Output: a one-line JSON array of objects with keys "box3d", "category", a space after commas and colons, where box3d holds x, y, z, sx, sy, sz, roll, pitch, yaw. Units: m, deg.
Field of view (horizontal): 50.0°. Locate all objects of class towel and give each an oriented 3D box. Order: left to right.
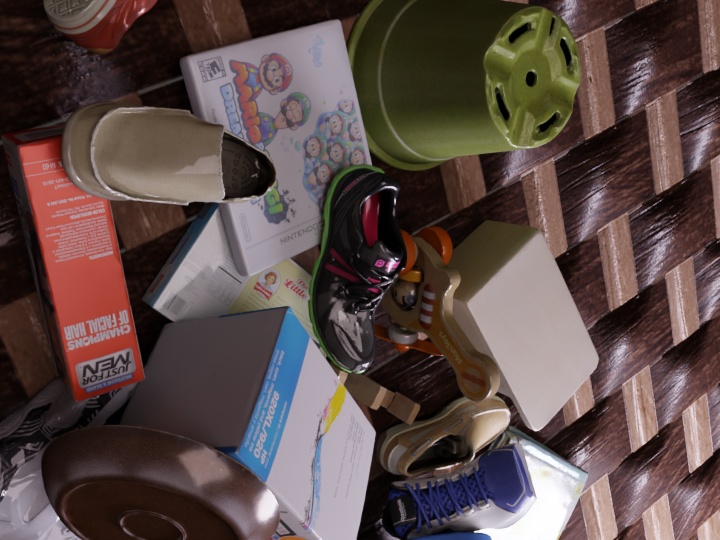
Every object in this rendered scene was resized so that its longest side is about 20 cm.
[{"box3d": [0.217, 0.319, 1.054, 0.198, 0.048, 0.174, 31, 87, -34], "category": "towel"}]

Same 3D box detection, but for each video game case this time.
[{"box3d": [-0.067, -0.122, 0.747, 0.180, 0.023, 0.205, -26, 110, -36], "category": "video game case"}]

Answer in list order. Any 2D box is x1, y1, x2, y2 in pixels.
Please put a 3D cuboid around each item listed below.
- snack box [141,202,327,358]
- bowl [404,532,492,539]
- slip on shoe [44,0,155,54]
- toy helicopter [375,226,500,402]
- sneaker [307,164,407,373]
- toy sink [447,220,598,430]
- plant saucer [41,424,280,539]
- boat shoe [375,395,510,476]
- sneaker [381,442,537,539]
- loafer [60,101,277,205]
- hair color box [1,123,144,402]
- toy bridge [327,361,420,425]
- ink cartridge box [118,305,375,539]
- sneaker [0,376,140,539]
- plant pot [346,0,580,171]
[{"box3d": [-0.106, 0.035, 0.777, 0.199, 0.037, 0.118, 40, 78, -33], "category": "snack box"}, {"box3d": [0.065, 0.342, 0.888, 0.197, 0.200, 0.040, 11, 55, -34], "category": "bowl"}, {"box3d": [-0.181, -0.265, 0.637, 0.203, 0.073, 0.061, -60, 160, -14], "category": "slip on shoe"}, {"box3d": [0.073, 0.058, 0.818, 0.078, 0.202, 0.133, -7, 141, -43], "category": "toy helicopter"}, {"box3d": [0.000, 0.000, 0.749, 0.075, 0.083, 0.206, -1, 96, -39], "category": "sneaker"}, {"box3d": [0.176, 0.064, 0.924, 0.130, 0.111, 0.202, -40, 115, -18], "category": "toy sink"}, {"box3d": [-0.162, 0.193, 0.615, 0.201, 0.197, 0.033, 48, 35, -31], "category": "plant saucer"}, {"box3d": [0.116, 0.210, 0.941, 0.196, 0.076, 0.074, -17, 110, -29], "category": "boat shoe"}, {"box3d": [0.096, 0.266, 0.873, 0.114, 0.198, 0.082, 9, 54, -46], "category": "sneaker"}, {"box3d": [-0.139, -0.090, 0.605, 0.198, 0.067, 0.078, -5, 95, -56], "category": "loafer"}, {"box3d": [-0.237, -0.011, 0.636, 0.063, 0.110, 0.206, -16, 110, -27], "category": "hair color box"}, {"box3d": [-0.004, 0.125, 0.841, 0.028, 0.066, 0.199, -61, 145, -4], "category": "toy bridge"}, {"box3d": [-0.096, 0.160, 0.701, 0.202, 0.144, 0.147, 58, 34, -38], "category": "ink cartridge box"}, {"box3d": [-0.262, 0.171, 0.689, 0.198, 0.075, 0.116, -37, 120, -15], "category": "sneaker"}, {"box3d": [0.112, -0.194, 0.772, 0.196, 0.189, 0.206, -8, 106, -31], "category": "plant pot"}]
